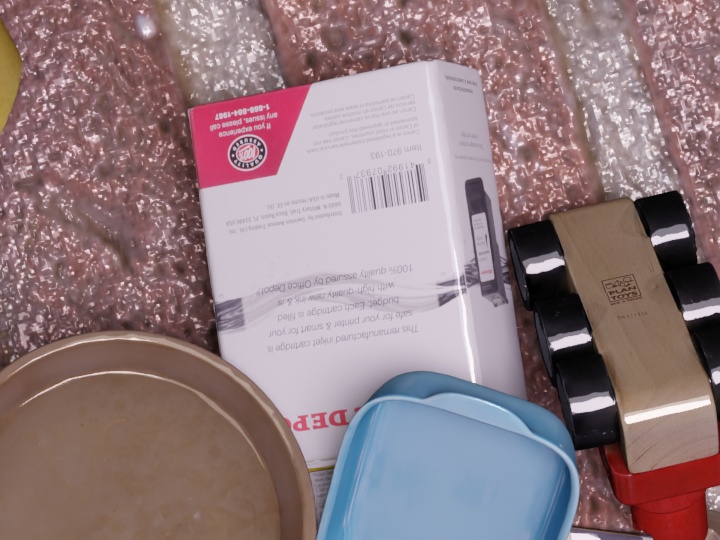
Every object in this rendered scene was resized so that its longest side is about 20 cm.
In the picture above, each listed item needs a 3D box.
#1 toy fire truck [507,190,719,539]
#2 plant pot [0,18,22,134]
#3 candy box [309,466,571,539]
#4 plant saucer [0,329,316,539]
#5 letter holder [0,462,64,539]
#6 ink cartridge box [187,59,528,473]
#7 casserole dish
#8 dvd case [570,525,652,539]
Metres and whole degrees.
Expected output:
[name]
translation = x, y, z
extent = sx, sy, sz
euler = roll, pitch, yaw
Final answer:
[toy fire truck]
translation = 0.166, 0.079, 1.189
extent = 0.128, 0.176, 0.200
euler = -13, 128, -2
[plant pot]
translation = -0.265, -0.106, 1.177
extent = 0.142, 0.200, 0.200
euler = 28, 87, -25
[candy box]
translation = 0.015, 0.150, 1.206
extent = 0.199, 0.026, 0.103
euler = -8, 77, -7
[plant saucer]
translation = -0.122, 0.130, 1.132
extent = 0.199, 0.029, 0.201
euler = 2, 73, -7
[letter holder]
translation = -0.176, 0.203, 1.191
extent = 0.142, 0.101, 0.201
euler = 7, 87, -2
[ink cartridge box]
translation = 0.000, 0.000, 1.189
extent = 0.145, 0.083, 0.201
euler = -9, 88, 21
[casserole dish]
translation = 0.045, 0.121, 1.125
extent = 0.121, 0.200, 0.039
euler = 17, 43, 4
[dvd case]
translation = 0.069, 0.211, 1.232
extent = 0.199, 0.016, 0.149
euler = 7, 86, 0
